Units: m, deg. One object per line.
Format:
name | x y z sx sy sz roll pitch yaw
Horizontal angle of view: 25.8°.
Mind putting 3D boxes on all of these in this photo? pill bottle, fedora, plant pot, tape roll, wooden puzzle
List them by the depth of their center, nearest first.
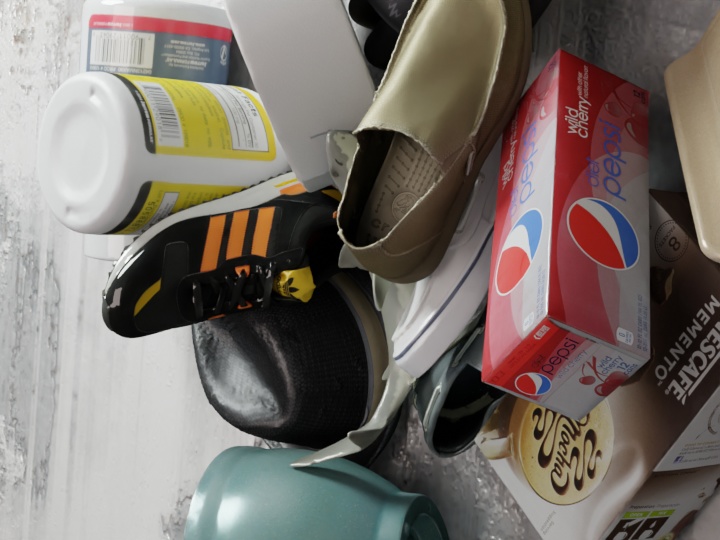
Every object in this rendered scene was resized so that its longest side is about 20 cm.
wooden puzzle | 0.232 -0.124 0.808 0.186 0.037 0.200 -88 24 -49
plant pot | -0.015 0.211 1.039 0.133 0.200 0.202 -7 83 19
tape roll | -0.039 -0.155 1.046 0.070 0.203 0.203 -21 69 3
pill bottle | -0.120 -0.079 1.128 0.111 0.199 0.112 -1 89 45
fedora | -0.059 0.061 1.138 0.200 0.091 0.202 -2 88 47
pill bottle | -0.166 -0.109 1.240 0.119 0.119 0.201 10 97 47

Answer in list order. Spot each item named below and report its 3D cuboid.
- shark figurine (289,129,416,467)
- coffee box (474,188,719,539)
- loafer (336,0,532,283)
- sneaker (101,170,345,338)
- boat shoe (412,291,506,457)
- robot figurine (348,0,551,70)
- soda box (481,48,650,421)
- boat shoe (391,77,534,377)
shark figurine | 0.009 0.018 1.024 0.089 0.128 0.216 5 97 45
coffee box | 0.167 0.066 0.902 0.113 0.080 0.200 55 127 36
loafer | 0.041 -0.086 0.904 0.076 0.067 0.201 20 100 25
sneaker | -0.077 -0.003 1.066 0.090 0.199 0.070 35 141 39
boat shoe | 0.096 0.052 0.976 0.200 0.073 0.062 -46 31 45
robot figurine | 0.072 -0.209 0.976 0.150 0.125 0.200 45 125 8
soda box | 0.114 -0.024 0.858 0.070 0.063 0.201 -52 22 45
boat shoe | 0.060 -0.032 0.975 0.201 0.065 0.074 -62 8 -14
